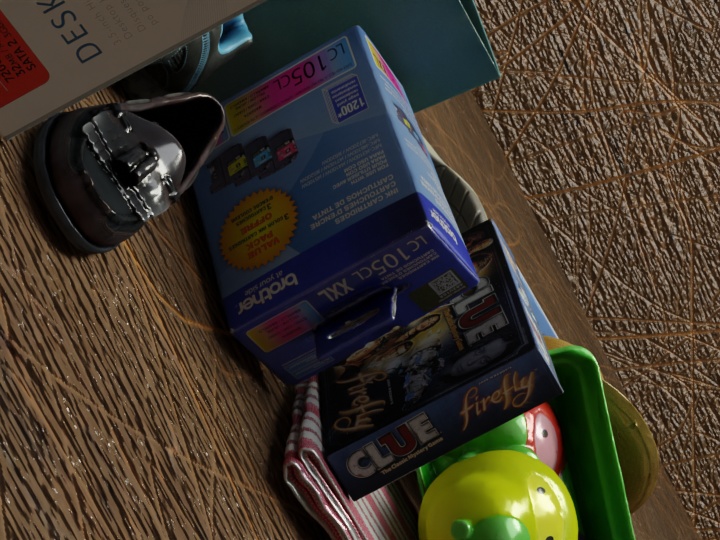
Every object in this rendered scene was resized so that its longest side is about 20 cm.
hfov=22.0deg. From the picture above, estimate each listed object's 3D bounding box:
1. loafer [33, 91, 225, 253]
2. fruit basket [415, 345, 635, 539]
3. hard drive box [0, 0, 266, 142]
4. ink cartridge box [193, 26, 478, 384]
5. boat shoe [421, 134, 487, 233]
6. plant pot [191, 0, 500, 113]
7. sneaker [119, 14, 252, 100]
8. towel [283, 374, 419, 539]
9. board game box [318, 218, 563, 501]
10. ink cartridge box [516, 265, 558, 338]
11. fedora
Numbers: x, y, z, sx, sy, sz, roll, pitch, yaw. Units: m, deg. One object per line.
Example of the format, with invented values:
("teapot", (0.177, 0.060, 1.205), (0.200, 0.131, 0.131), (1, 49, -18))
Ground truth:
("loafer", (-0.115, -0.063, 0.955), (0.072, 0.063, 0.200), (61, 11, -9))
("fruit basket", (0.099, 0.155, 1.152), (0.216, 0.155, 0.217), (170, -90, -76))
("hard drive box", (-0.119, -0.175, 0.832), (0.156, 0.199, 0.077), (54, 15, -39))
("ink cartridge box", (-0.018, -0.028, 1.099), (0.076, 0.136, 0.200), (45, 20, -50))
("boat shoe", (0.058, -0.040, 1.355), (0.073, 0.074, 0.200), (37, 20, -48))
("plant pot", (-0.036, -0.169, 1.220), (0.141, 0.199, 0.142), (56, 13, -35))
("sneaker", (-0.128, -0.150, 1.057), (0.073, 0.082, 0.200), (68, 13, 10))
("towel", (-0.005, 0.136, 1.121), (0.147, 0.030, 0.200), (61, 8, -14))
("board game box", (0.041, 0.048, 1.113), (0.035, 0.135, 0.200), (59, 8, -21))
("ink cartridge box", (0.074, 0.028, 1.476), (0.136, 0.076, 0.200), (13, -43, 59))
("fedora", (0.128, 0.110, 1.353), (0.201, 0.200, 0.082), (56, 35, -34))
